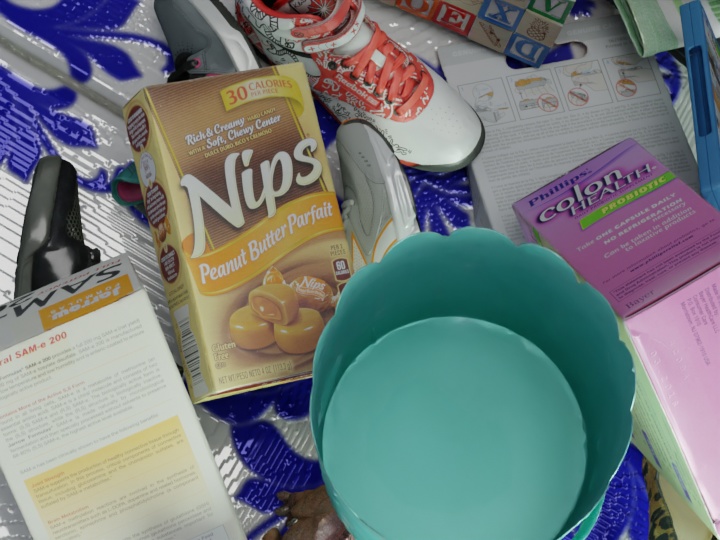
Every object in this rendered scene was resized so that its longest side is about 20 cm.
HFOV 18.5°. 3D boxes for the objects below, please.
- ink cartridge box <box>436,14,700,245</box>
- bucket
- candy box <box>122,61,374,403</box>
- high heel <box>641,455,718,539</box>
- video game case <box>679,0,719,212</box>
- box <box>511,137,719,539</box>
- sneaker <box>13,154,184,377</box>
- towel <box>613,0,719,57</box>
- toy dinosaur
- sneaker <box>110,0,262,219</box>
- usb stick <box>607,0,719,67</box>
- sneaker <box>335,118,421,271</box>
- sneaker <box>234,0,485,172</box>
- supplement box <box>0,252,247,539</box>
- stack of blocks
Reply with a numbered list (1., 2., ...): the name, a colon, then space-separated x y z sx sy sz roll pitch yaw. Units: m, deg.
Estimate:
1. ink cartridge box: 0.153 -0.078 1.565 0.161 0.057 0.201 -11 57 -11
2. bucket: 0.063 0.090 1.331 0.205 0.135 0.209 1 73 -2
3. candy box: -0.073 -0.025 1.426 0.114 0.055 0.202 -11 84 -25
4. high heel: 0.229 0.144 1.459 0.071 0.143 0.202 22 74 -3
5. video game case: 0.249 -0.068 1.482 0.018 0.144 0.201 -17 39 18
6. box: 0.201 0.039 1.414 0.096 0.200 0.177 -29 117 -5
7. sneaker: -0.176 0.025 1.463 0.113 0.076 0.202 0 79 -11
8. towel: 0.254 -0.245 1.597 0.199 0.023 0.154 -16 78 -28
9. toy dinosaur: -0.022 0.179 1.415 0.085 0.136 0.201 29 73 -1
10. sneaker: -0.122 -0.094 1.500 0.120 0.084 0.201 -25 82 -24
11. usb stick: 0.222 -0.187 1.595 0.200 0.033 0.055 41 46 2
12. sneaker: 0.000 0.000 1.486 0.091 0.076 0.202 -13 90 -3
13. sneaker: -0.003 -0.144 1.502 0.201 0.108 0.067 35 77 9
14. supplement box: -0.163 0.108 1.389 0.125 0.074 0.201 -22 113 -6
15. stack of blocks: 0.058 -0.231 1.536 0.198 0.115 0.059 23 60 -2
